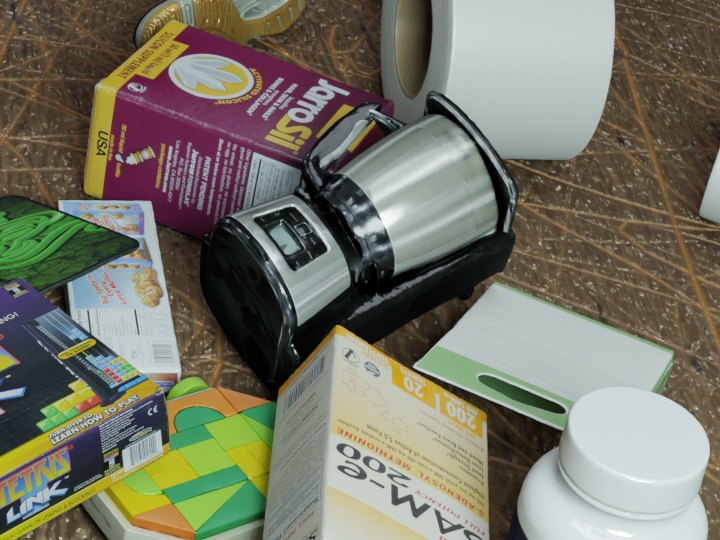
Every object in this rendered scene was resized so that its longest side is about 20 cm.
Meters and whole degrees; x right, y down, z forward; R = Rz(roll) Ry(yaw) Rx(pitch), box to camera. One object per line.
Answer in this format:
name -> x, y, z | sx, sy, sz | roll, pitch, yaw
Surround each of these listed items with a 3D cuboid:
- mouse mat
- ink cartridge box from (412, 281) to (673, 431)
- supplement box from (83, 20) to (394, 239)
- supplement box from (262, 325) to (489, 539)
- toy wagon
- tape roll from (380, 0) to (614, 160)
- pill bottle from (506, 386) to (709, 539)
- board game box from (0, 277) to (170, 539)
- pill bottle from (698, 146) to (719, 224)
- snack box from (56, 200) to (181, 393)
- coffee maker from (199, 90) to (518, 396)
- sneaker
mouse mat -> -0.274, -0.003, 1.440 | 0.160, 0.008, 0.199 | 19, 33, 41
ink cartridge box -> 0.124, 0.078, 1.416 | 0.145, 0.048, 0.200 | 22, 24, 13
supplement box -> -0.093, -0.094, 1.577 | 0.199, 0.104, 0.131 | 21, 35, 12
supplement box -> 0.012, 0.143, 1.265 | 0.126, 0.074, 0.201 | 31, 32, -20
toy wagon -> -0.084, 0.126, 1.331 | 0.199, 0.040, 0.155 | -16, 44, -33
tape roll -> 0.107, -0.192, 1.686 | 0.138, 0.204, 0.203 | 0, 37, -17
pill bottle -> 0.138, 0.170, 1.196 | 0.110, 0.201, 0.111 | 8, 35, -6
board game box -> -0.244, 0.098, 1.269 | 0.199, 0.057, 0.165 | -28, 44, -32
pill bottle -> 0.380, -0.057, 1.653 | 0.199, 0.114, 0.114 | 20, 36, 11
snack box -> -0.175, 0.015, 1.470 | 0.071, 0.024, 0.201 | 0, 37, -13
coffee maker -> 0.000, 0.000, 1.443 | 0.199, 0.193, 0.135 | -29, 43, -21
sneaker -> -0.136, -0.219, 1.780 | 0.087, 0.076, 0.200 | 16, 29, 34
